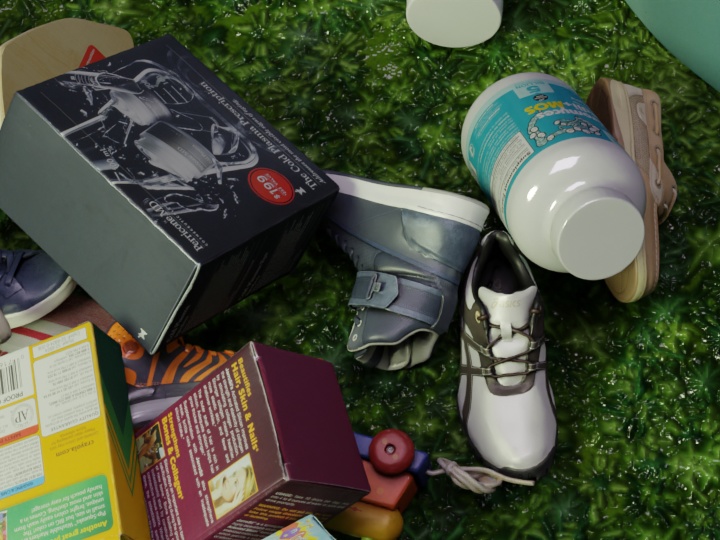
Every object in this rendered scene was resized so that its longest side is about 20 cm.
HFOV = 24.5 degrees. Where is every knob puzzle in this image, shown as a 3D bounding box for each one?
[{"bbox_3d":[-0.237,-0.120,1.376,0.030,0.220,0.220,-5,54,38],"label":"knob puzzle"}]

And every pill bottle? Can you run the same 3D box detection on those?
[{"bbox_3d":[0.156,-0.071,1.306,0.110,0.111,0.200,-17,32,-5],"label":"pill bottle"},{"bbox_3d":[0.090,-0.305,1.491,0.112,0.112,0.201,2,60,6],"label":"pill bottle"}]

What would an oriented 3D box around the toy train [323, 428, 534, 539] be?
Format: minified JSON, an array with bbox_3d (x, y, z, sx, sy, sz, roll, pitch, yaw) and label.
[{"bbox_3d":[0.018,0.183,1.232,0.199,0.085,0.116,15,72,13],"label":"toy train"}]

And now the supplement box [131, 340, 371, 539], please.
[{"bbox_3d":[-0.100,0.153,1.191,0.200,0.085,0.111,-38,54,31],"label":"supplement box"}]

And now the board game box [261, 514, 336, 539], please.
[{"bbox_3d":[-0.026,0.282,1.099,0.103,0.105,0.201,-26,100,-10],"label":"board game box"}]

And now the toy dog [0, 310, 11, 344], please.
[{"bbox_3d":[-0.405,0.050,1.257,0.200,0.139,0.194,-42,72,10],"label":"toy dog"}]

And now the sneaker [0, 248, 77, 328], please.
[{"bbox_3d":[-0.329,-0.004,1.340,0.199,0.085,0.075,-4,41,15],"label":"sneaker"}]

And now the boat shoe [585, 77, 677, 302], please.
[{"bbox_3d":[0.230,-0.068,1.362,0.064,0.071,0.201,6,65,-17],"label":"boat shoe"}]

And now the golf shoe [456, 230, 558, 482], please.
[{"bbox_3d":[0.109,0.063,1.283,0.077,0.095,0.201,-8,61,-1],"label":"golf shoe"}]

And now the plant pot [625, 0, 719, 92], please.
[{"bbox_3d":[0.315,-0.262,1.435,0.141,0.141,0.200,-39,57,-17],"label":"plant pot"}]

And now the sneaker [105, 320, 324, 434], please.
[{"bbox_3d":[-0.122,0.069,1.288,0.199,0.078,0.112,-7,56,-25],"label":"sneaker"}]

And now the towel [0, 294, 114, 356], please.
[{"bbox_3d":[-0.253,0.096,1.307,0.144,0.023,0.200,14,46,13],"label":"towel"}]

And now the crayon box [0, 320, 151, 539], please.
[{"bbox_3d":[-0.223,0.152,1.184,0.125,0.052,0.201,-20,60,13],"label":"crayon box"}]

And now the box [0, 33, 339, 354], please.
[{"bbox_3d":[-0.154,-0.064,1.285,0.200,0.104,0.182,42,40,13],"label":"box"}]

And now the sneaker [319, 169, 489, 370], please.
[{"bbox_3d":[-0.001,0.000,1.338,0.202,0.077,0.147,13,86,43],"label":"sneaker"}]
